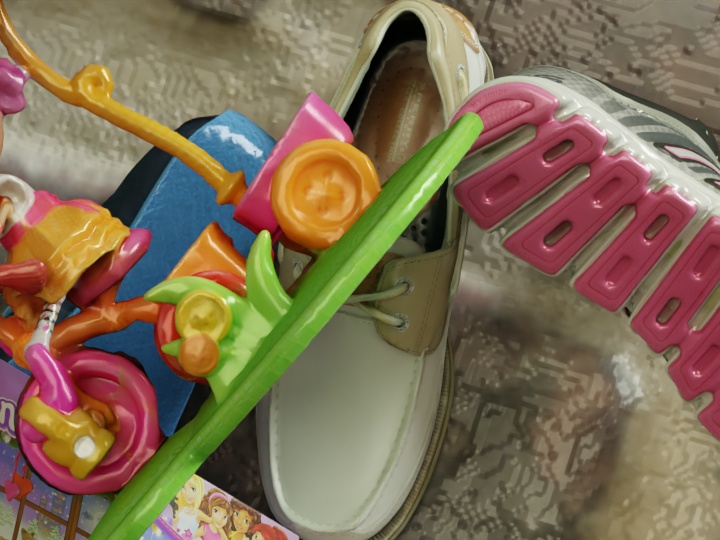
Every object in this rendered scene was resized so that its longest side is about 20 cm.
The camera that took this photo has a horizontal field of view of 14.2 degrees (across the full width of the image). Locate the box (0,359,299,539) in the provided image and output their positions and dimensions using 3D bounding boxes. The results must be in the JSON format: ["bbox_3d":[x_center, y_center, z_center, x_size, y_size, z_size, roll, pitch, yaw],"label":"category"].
[{"bbox_3d":[-0.112,0.108,0.936,0.039,0.200,0.137,-25,44,40],"label":"box"}]

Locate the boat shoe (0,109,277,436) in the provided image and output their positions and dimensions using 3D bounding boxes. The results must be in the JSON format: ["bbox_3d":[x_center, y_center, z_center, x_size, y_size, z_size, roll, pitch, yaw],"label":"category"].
[{"bbox_3d":[-0.093,0.034,1.039,0.084,0.069,0.200,45,76,-18],"label":"boat shoe"}]

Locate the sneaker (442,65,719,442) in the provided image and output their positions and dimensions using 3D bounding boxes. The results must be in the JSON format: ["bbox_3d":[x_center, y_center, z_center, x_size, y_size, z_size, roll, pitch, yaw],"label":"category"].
[{"bbox_3d":[0.117,-0.006,1.004,0.200,0.087,0.074,37,112,-6],"label":"sneaker"}]

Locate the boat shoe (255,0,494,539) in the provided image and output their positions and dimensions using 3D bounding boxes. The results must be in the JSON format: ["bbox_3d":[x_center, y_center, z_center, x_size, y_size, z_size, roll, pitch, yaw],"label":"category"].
[{"bbox_3d":[0.000,0.000,1.025,0.075,0.068,0.200,7,81,12],"label":"boat shoe"}]

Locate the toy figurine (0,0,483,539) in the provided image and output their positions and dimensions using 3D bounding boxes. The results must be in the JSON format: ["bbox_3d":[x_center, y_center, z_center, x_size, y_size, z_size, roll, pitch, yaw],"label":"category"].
[{"bbox_3d":[-0.094,-0.029,0.913,0.184,0.150,0.200,40,87,-2],"label":"toy figurine"}]
